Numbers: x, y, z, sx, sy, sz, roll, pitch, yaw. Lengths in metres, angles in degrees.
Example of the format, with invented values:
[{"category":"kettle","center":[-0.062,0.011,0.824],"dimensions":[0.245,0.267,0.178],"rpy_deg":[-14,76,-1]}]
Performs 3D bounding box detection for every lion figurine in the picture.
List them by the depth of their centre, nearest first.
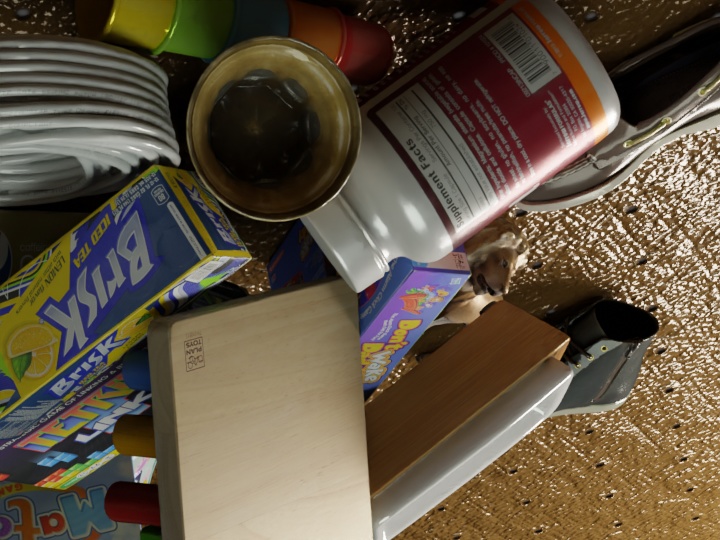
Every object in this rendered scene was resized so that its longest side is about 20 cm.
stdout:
[{"category":"lion figurine","center":[0.079,0.021,1.398],"dimensions":[0.122,0.073,0.200],"rpy_deg":[-28,162,0]}]

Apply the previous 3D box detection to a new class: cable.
[{"category":"cable","center":[-0.208,-0.086,1.056],"dimensions":[0.199,0.070,0.199],"rpy_deg":[4,168,-39]}]

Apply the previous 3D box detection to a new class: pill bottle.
[{"category":"pill bottle","center":[0.053,-0.079,1.112],"dimensions":[0.200,0.113,0.113],"rpy_deg":[-36,148,-4]}]

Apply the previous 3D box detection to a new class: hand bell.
[{"category":"hand bell","center":[-0.081,-0.086,1.096],"dimensions":[0.103,0.105,0.200],"rpy_deg":[1,-177,-20]}]

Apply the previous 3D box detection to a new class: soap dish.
[{"category":"soap dish","center":[0.059,0.113,1.319],"dimensions":[0.200,0.081,0.157],"rpy_deg":[-38,168,-9]}]

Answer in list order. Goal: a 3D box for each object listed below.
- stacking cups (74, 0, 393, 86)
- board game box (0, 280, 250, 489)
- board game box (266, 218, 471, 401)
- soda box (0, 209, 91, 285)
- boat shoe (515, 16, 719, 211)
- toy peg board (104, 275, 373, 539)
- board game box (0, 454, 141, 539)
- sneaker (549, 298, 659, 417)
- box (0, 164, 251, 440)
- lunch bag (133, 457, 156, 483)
[{"category":"stacking cups","center":[-0.069,-0.145,1.071],"dimensions":[0.199,0.061,0.061],"rpy_deg":[9,143,-31]},{"category":"board game box","center":[-0.180,0.072,1.212],"dimensions":[0.200,0.057,0.165],"rpy_deg":[-34,159,15]},{"category":"board game box","center":[0.000,0.000,1.257],"dimensions":[0.045,0.135,0.200],"rpy_deg":[4,145,-26]},{"category":"soda box","center":[-0.242,-0.007,1.155],"dimensions":[0.067,0.064,0.199],"rpy_deg":[-1,179,37]},{"category":"boat shoe","center":[0.182,-0.108,1.214],"dimensions":[0.199,0.072,0.060],"rpy_deg":[-27,140,15]},{"category":"toy peg board","center":[-0.090,0.115,1.151],"dimensions":[0.097,0.201,0.200],"rpy_deg":[0,-172,33]},{"category":"board game box","center":[-0.247,0.144,1.337],"dimensions":[0.150,0.201,0.037],"rpy_deg":[-3,148,-15]},{"category":"sneaker","center":[0.150,0.075,1.503],"dimensions":[0.199,0.075,0.106],"rpy_deg":[-10,145,-22]},{"category":"box","center":[-0.168,0.021,1.085],"dimensions":[0.200,0.070,0.064],"rpy_deg":[-36,169,14]},{"category":"lunch bag","center":[-0.256,0.168,1.453],"dimensions":[0.199,0.122,0.171],"rpy_deg":[-9,148,-21]}]
